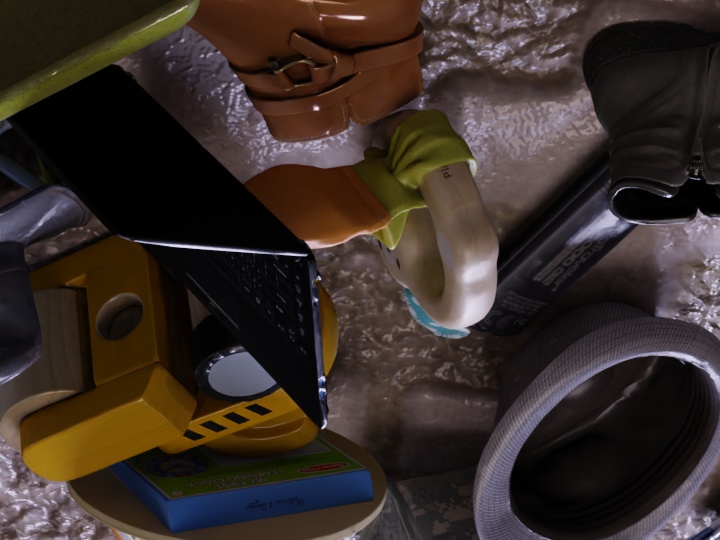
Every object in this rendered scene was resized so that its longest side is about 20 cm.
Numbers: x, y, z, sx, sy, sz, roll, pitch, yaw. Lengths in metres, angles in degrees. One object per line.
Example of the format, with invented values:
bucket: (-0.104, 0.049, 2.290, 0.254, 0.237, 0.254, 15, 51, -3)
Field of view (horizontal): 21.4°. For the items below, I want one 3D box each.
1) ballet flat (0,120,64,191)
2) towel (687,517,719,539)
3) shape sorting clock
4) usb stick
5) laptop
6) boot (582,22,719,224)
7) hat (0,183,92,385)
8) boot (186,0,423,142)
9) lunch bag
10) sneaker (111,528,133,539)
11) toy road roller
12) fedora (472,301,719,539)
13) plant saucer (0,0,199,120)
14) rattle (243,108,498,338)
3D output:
ballet flat: (-0.183, -0.094, 1.006, 0.067, 0.067, 0.200, -35, 138, -3)
towel: (0.342, 0.172, 1.402, 0.146, 0.024, 0.200, 5, 145, -28)
shape sorting clock: (-0.083, 0.131, 1.188, 0.199, 0.200, 0.039, 1, 105, -10)
usb stick: (0.136, -0.027, 1.166, 0.055, 0.033, 0.200, 16, 132, -35)
laptop: (-0.109, -0.016, 0.946, 0.103, 0.177, 0.200, -28, 141, -23)
boot: (0.224, -0.081, 1.048, 0.199, 0.131, 0.068, -9, 139, 0)
hat: (-0.222, 0.030, 0.997, 0.200, 0.081, 0.201, -24, 175, -2)
boot: (-0.062, -0.125, 0.997, 0.199, 0.074, 0.155, -9, 142, 4)
lunch bag: (0.070, 0.234, 1.348, 0.163, 0.118, 0.200, -8, 142, -32)
sneaker: (-0.077, 0.172, 1.319, 0.200, 0.076, 0.092, 27, 123, -34)
toy road roller: (-0.108, 0.059, 1.151, 0.199, 0.123, 0.146, -21, 141, 12)
fedora: (0.147, 0.098, 1.249, 0.176, 0.090, 0.200, 22, 111, -33)
plant saucer: (-0.162, -0.146, 0.868, 0.199, 0.201, 0.048, -24, 148, 17)
rattle: (0.000, 0.000, 1.085, 0.143, 0.130, 0.200, -36, 174, -19)
